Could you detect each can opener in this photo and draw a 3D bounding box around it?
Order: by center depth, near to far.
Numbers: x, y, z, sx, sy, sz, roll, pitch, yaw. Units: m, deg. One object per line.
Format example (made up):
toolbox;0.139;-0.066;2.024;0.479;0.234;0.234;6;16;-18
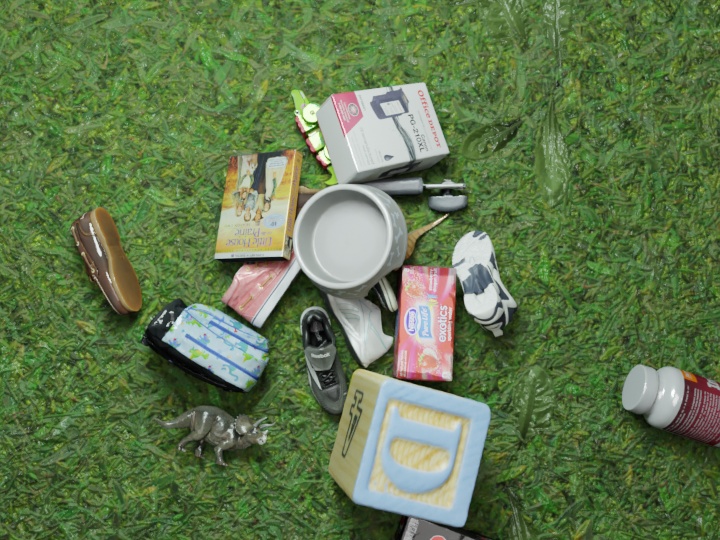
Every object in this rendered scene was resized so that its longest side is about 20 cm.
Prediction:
can opener;0.099;-0.139;1.290;0.200;0.053;0.067;-2;93;1

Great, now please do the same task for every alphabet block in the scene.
alphabet block;0.074;0.284;1.154;0.195;0.200;0.197;18;83;-11

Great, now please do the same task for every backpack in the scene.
backpack;-0.256;0.132;1.201;0.200;0.163;0.154;45;69;-4

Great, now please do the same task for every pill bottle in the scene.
pill bottle;0.578;0.238;1.236;0.200;0.113;0.113;18;83;-1

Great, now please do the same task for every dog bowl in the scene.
dog bowl;-0.023;-0.054;1.171;0.200;0.059;0.200;-2;83;17

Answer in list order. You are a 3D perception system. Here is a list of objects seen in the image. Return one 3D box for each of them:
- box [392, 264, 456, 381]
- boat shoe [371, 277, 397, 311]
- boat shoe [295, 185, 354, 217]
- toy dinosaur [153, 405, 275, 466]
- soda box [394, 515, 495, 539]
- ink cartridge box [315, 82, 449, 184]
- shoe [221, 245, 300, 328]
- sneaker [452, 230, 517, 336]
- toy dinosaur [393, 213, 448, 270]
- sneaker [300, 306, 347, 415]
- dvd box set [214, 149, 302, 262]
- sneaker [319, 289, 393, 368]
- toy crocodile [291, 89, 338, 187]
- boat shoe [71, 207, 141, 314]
box;0.113;0.095;1.243;0.100;0.095;0.200;4;84;-1
boat shoe;0.000;0.000;1.248;0.062;0.075;0.200;-36;67;-1
boat shoe;-0.065;-0.115;1.263;0.200;0.070;0.070;7;92;20
toy dinosaur;-0.259;0.283;1.231;0.200;0.077;0.102;19;71;5
soda box;0.164;0.481;1.215;0.200;0.071;0.063;21;84;1
ink cartridge box;0.041;-0.245;1.248;0.200;0.084;0.145;-16;84;-28
shoe;-0.163;-0.001;1.256;0.091;0.071;0.200;34;87;-1
sneaker;0.230;0.033;1.271;0.079;0.130;0.199;-22;46;13
toy dinosaur;0.076;-0.046;1.268;0.106;0.200;0.060;14;127;22
sneaker;-0.067;0.160;1.232;0.066;0.091;0.200;-13;84;-3
dvd box set;-0.183;-0.114;1.247;0.146;0.029;0.200;-1;74;25
sneaker;-0.013;0.072;1.261;0.080;0.070;0.200;-30;93;-11
toy crocodile;-0.078;-0.243;1.288;0.062;0.068;0.200;-29;86;-5
boat shoe;-0.455;-0.009;1.246;0.070;0.070;0.200;-25;80;13
